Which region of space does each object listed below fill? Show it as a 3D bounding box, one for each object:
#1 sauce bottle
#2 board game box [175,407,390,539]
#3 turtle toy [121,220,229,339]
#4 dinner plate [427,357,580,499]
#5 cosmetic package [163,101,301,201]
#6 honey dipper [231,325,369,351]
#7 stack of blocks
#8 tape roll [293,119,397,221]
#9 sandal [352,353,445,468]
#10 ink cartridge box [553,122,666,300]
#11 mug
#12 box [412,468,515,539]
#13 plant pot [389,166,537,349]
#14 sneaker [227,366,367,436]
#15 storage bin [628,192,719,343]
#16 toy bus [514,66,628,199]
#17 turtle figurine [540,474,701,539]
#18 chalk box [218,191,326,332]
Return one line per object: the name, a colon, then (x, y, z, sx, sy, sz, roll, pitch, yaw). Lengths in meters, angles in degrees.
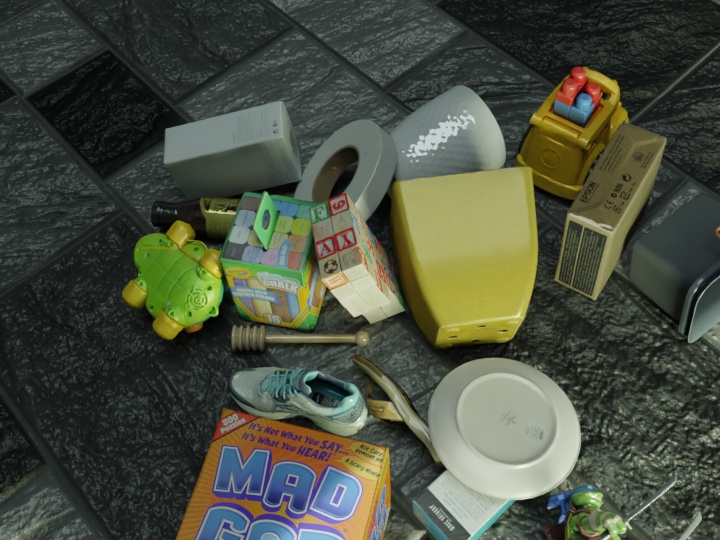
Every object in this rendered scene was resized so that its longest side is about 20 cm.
sauce bottle: (-0.228, -0.082, 1.305, 0.197, 0.066, 0.067, 4, 56, 4)
board game box: (-0.083, 0.311, 0.959, 0.197, 0.201, 0.202, 11, 58, 10)
turtle toy: (-0.270, 0.009, 1.224, 0.199, 0.101, 0.146, 38, 89, 27)
dinner plate: (0.185, 0.193, 1.065, 0.197, 0.024, 0.202, 2, 53, -3)
cosmetic package: (-0.201, -0.184, 1.326, 0.197, 0.113, 0.082, -9, 56, 7)
honey dipper: (-0.086, 0.099, 1.198, 0.196, 0.038, 0.038, 1, 56, 0)
stack of blocks: (0.000, 0.000, 1.154, 0.058, 0.200, 0.116, -20, 57, 12)
tape roll: (-0.026, -0.137, 1.274, 0.202, 0.037, 0.205, -32, 41, 32)
sandal: (0.045, 0.190, 1.115, 0.054, 0.080, 0.201, -40, 66, 0)
ink cartridge box: (0.363, -0.086, 1.218, 0.074, 0.166, 0.201, 25, 60, 21)
mug: (0.128, -0.159, 1.305, 0.174, 0.148, 0.202, -32, 91, -11)
box: (0.165, 0.266, 1.066, 0.199, 0.049, 0.082, -37, 62, -20)
plant pot: (0.148, -0.003, 1.169, 0.191, 0.196, 0.203, -6, 71, -2)
sneaker: (-0.086, 0.157, 1.127, 0.197, 0.087, 0.078, 10, 56, 9)
storage bin: (0.488, -0.023, 1.196, 0.199, 0.147, 0.134, -34, 51, -19)
toy bus: (0.345, -0.247, 1.311, 0.135, 0.193, 0.200, 30, 61, 22)
turtle figurine: (0.308, 0.339, 0.956, 0.197, 0.145, 0.196, 4, 60, 10)
chalk box: (-0.117, -0.024, 1.180, 0.122, 0.201, 0.126, 10, 57, 9)
